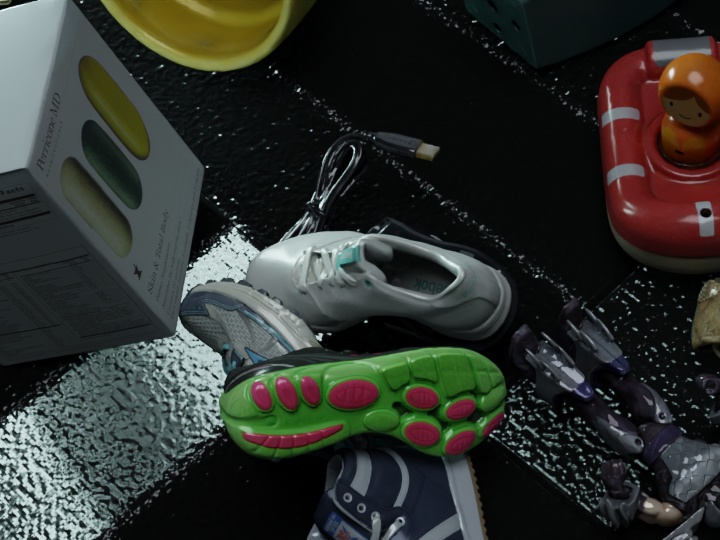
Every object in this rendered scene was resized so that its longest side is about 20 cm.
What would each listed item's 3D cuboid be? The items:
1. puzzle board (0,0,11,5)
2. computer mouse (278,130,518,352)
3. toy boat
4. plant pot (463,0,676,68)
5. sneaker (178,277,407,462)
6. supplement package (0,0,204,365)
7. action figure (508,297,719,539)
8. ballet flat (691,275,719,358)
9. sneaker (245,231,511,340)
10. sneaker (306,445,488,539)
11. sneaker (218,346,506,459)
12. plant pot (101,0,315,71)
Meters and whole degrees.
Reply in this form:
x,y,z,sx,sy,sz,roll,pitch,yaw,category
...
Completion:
x,y,z,sx,sy,sz,roll,pitch,yaw,category
-0.388,-0.275,1.641,0.198,0.017,0.152,-4,56,6,puzzle board
0.042,-0.021,1.378,0.199,0.046,0.142,18,78,29,computer mouse
0.236,-0.100,1.363,0.129,0.131,0.202,-4,55,5,toy boat
0.174,-0.266,1.486,0.200,0.142,0.141,-39,59,-10,plant pot
-0.057,0.078,1.316,0.199,0.078,0.087,30,67,25,sneaker
-0.227,-0.058,1.334,0.149,0.200,0.153,-10,52,23,supplement package
0.188,0.106,1.268,0.130,0.070,0.200,-34,62,-26,action figure
0.309,0.073,1.286,0.199,0.070,0.066,29,91,28,ballet flat
0.000,0.000,1.311,0.198,0.088,0.076,3,74,26,sneaker
0.029,0.193,1.206,0.107,0.070,0.201,6,45,-21,sneaker
0.003,0.075,1.235,0.198,0.078,0.084,3,17,-22,sneaker
-0.098,-0.292,1.515,0.199,0.202,0.189,17,44,19,plant pot
